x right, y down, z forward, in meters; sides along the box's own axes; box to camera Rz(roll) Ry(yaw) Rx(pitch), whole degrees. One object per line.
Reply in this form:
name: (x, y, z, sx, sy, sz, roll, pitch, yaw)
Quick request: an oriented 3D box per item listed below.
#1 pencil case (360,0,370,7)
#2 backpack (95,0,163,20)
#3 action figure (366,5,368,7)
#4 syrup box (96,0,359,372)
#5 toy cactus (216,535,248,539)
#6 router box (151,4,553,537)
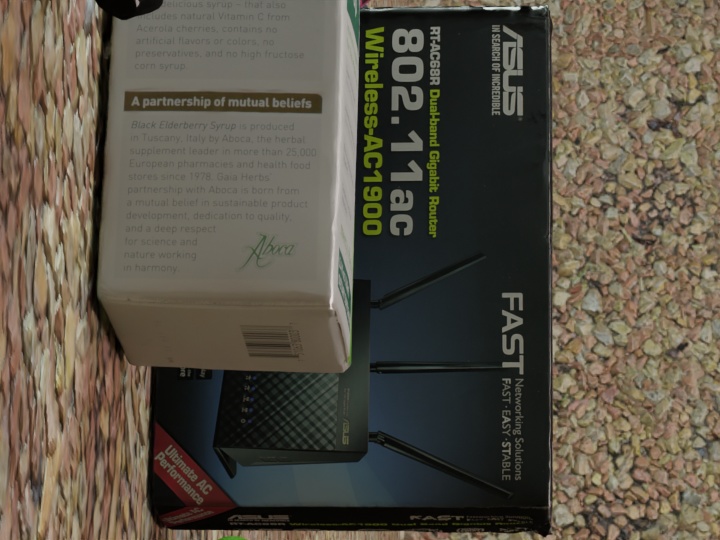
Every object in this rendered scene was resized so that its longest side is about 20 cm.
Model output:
pencil case: (-0.028, -0.210, 1.038, 0.094, 0.090, 0.201, -37, 140, -40)
backpack: (-0.025, -0.199, 0.681, 0.191, 0.153, 0.201, 65, 26, -57)
action figure: (-0.002, -0.084, 1.328, 0.119, 0.101, 0.201, 171, -83, -82)
syrup box: (-0.041, -0.072, 0.851, 0.079, 0.081, 0.201, 82, 10, -72)
toy cactus: (-0.004, 0.200, 1.004, 0.165, 0.102, 0.201, -23, -108, 51)
router box: (0.000, 0.000, 0.955, 0.062, 0.149, 0.201, 72, 18, -76)
